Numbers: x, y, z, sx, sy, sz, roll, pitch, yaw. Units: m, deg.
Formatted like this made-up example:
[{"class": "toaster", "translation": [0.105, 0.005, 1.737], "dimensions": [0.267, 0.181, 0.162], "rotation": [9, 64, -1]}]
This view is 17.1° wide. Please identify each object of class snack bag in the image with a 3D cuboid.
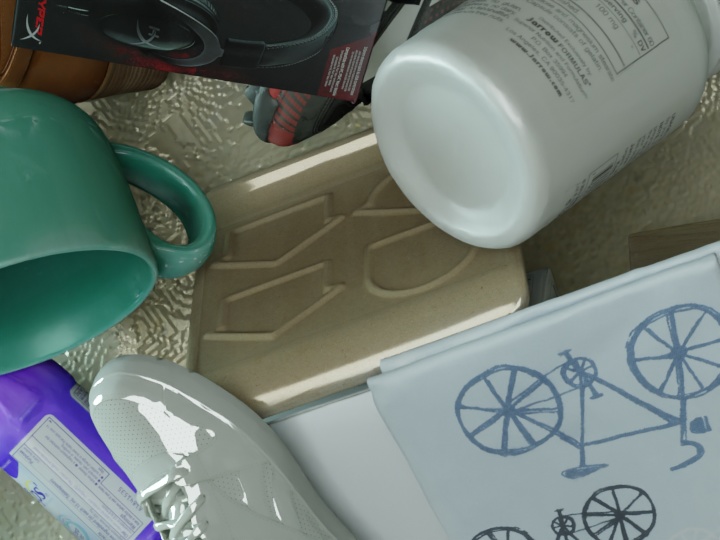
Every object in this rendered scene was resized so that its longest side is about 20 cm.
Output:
[{"class": "snack bag", "translation": [0.128, 0.100, 1.178], "dimensions": [0.188, 0.021, 0.200], "rotation": [-21, 110, 15]}]

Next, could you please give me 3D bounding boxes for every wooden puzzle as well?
[{"class": "wooden puzzle", "translation": [0.000, 0.000, 1.265], "dimensions": [0.185, 0.200, 0.046], "rotation": [-20, 124, 11]}]

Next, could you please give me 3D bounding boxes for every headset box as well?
[{"class": "headset box", "translation": [-0.063, -0.168, 1.174], "dimensions": [0.200, 0.149, 0.077], "rotation": [10, 52, -8]}]

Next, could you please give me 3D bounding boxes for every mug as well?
[{"class": "mug", "translation": [-0.186, -0.024, 1.252], "dimensions": [0.152, 0.185, 0.115], "rotation": [-32, 70, 24]}]

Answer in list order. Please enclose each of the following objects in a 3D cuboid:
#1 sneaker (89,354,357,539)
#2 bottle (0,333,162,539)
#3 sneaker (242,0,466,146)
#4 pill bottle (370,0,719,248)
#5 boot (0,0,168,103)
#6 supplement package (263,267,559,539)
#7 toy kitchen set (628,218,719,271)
[{"class": "sneaker", "translation": [-0.072, 0.139, 1.162], "dimensions": [0.200, 0.116, 0.074], "rotation": [45, 131, -7]}, {"class": "bottle", "translation": [-0.175, 0.089, 1.323], "dimensions": [0.200, 0.084, 0.065], "rotation": [44, 79, -4]}, {"class": "sneaker", "translation": [0.027, -0.127, 1.292], "dimensions": [0.200, 0.071, 0.098], "rotation": [-43, 83, 9]}, {"class": "pill bottle", "translation": [0.110, -0.105, 1.212], "dimensions": [0.200, 0.114, 0.114], "rotation": [-35, 85, -34]}, {"class": "boot", "translation": [-0.177, -0.187, 1.277], "dimensions": [0.074, 0.155, 0.200], "rotation": [-16, 82, 42]}, {"class": "supplement package", "translation": [0.030, 0.114, 1.267], "dimensions": [0.200, 0.111, 0.156], "rotation": [-19, 104, 12]}, {"class": "toy kitchen set", "translation": [0.245, 0.091, 1.225], "dimensions": [0.180, 0.200, 0.163], "rotation": [-9, 133, 11]}]
